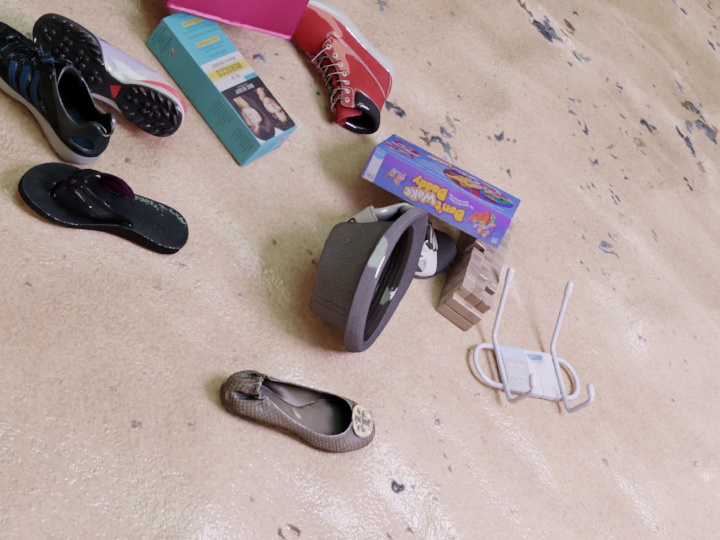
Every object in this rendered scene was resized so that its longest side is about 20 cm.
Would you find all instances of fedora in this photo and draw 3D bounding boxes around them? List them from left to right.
[{"bbox_3d":[0.000,0.000,1.450,0.089,0.178,0.201,22,45,13],"label":"fedora"}]

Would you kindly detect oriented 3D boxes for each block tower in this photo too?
[{"bbox_3d":[0.159,-0.011,1.656,0.058,0.054,0.201,36,43,-16],"label":"block tower"}]

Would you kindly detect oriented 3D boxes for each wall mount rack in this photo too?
[{"bbox_3d":[0.237,0.097,1.623,0.198,0.074,0.176,13,55,-37],"label":"wall mount rack"}]

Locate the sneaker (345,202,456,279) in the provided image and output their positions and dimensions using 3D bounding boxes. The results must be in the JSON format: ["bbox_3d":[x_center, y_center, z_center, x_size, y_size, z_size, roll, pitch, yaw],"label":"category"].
[{"bbox_3d":[0.065,-0.043,1.572,0.198,0.088,0.075,4,56,-42],"label":"sneaker"}]

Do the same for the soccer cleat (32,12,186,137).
[{"bbox_3d":[-0.290,-0.230,1.420,0.199,0.068,0.073,34,19,-13],"label":"soccer cleat"}]

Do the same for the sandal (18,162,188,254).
[{"bbox_3d":[-0.270,-0.077,1.321,0.199,0.048,0.076,17,50,-33],"label":"sandal"}]

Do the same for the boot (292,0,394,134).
[{"bbox_3d":[-0.042,-0.278,1.669,0.199,0.072,0.145,37,43,-20],"label":"boot"}]

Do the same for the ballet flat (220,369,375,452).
[{"bbox_3d":[-0.060,0.150,1.339,0.198,0.046,0.068,22,48,-28],"label":"ballet flat"}]

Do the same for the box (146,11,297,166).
[{"bbox_3d":[-0.173,-0.233,1.528,0.201,0.049,0.082,52,40,3],"label":"box"}]

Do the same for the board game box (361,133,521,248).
[{"bbox_3d":[0.109,-0.108,1.607,0.198,0.045,0.134,28,17,5],"label":"board game box"}]

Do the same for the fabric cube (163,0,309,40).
[{"bbox_3d":[-0.157,-0.449,1.556,0.194,0.200,0.201,6,38,-38],"label":"fabric cube"}]

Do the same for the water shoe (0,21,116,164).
[{"bbox_3d":[-0.340,-0.212,1.338,0.200,0.079,0.071,49,40,-1],"label":"water shoe"}]
